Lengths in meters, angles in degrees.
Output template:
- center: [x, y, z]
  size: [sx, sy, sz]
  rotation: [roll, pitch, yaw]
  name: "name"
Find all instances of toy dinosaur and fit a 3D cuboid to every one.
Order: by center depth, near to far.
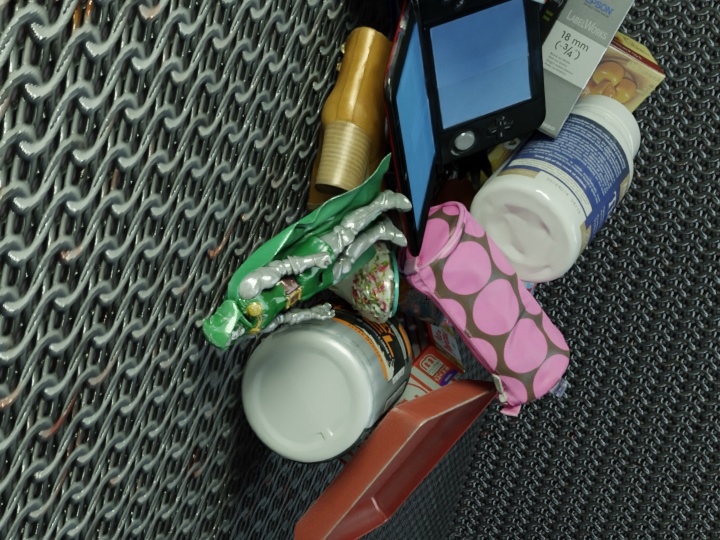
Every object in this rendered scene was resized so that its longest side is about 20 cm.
- center: [0.075, -0.150, 1.551]
  size: [0.136, 0.101, 0.201]
  rotation: [-82, 163, -58]
  name: "toy dinosaur"

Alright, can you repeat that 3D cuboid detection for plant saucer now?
- center: [0.028, 0.180, 1.483]
  size: [0.200, 0.037, 0.200]
  rotation: [-52, 164, 22]
  name: "plant saucer"

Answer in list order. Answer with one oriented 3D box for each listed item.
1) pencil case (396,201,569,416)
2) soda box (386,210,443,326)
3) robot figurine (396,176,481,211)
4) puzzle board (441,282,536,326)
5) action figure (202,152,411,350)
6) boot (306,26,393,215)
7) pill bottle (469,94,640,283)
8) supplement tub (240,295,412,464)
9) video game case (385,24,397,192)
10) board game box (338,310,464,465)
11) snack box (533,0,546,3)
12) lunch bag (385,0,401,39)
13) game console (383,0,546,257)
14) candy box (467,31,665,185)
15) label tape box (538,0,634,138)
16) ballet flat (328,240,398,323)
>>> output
- center: [0.110, 0.036, 1.447]
  size: [0.094, 0.200, 0.091]
  rotation: [-49, -153, -19]
  name: "pencil case"
- center: [0.055, -0.011, 1.576]
  size: [0.200, 0.063, 0.069]
  rotation: [-97, -150, -76]
  name: "soda box"
- center: [0.102, -0.041, 1.746]
  size: [0.200, 0.116, 0.145]
  rotation: [-20, -98, 55]
  name: "robot figurine"
- center: [0.149, -0.010, 1.617]
  size: [0.200, 0.017, 0.152]
  rotation: [10, 102, -63]
  name: "puzzle board"
- center: [-0.044, 0.002, 1.233]
  size: [0.200, 0.055, 0.119]
  rotation: [-35, 147, -30]
  name: "action figure"
- center: [0.003, -0.117, 1.350]
  size: [0.201, 0.070, 0.145]
  rotation: [78, 27, -78]
  name: "boot"
- center: [0.193, -0.085, 1.517]
  size: [0.200, 0.111, 0.111]
  rotation: [-48, 157, -44]
  name: "pill bottle"
- center: [-0.023, 0.091, 1.439]
  size: [0.200, 0.122, 0.123]
  rotation: [-37, 145, -73]
  name: "supplement tub"
- center: [0.032, -0.152, 1.557]
  size: [0.182, 0.024, 0.201]
  rotation: [-14, 122, -78]
  name: "video game case"
- center: [0.032, 0.104, 1.631]
  size: [0.152, 0.046, 0.200]
  rotation: [-49, -164, 13]
  name: "board game box"
- center: [0.095, -0.293, 1.222]
  size: [0.200, 0.168, 0.068]
  rotation: [-56, 164, -51]
  name: "snack box"
- center: [0.076, -0.268, 1.390]
  size: [0.151, 0.094, 0.200]
  rotation: [-63, 149, -30]
  name: "lunch bag"
- center: [0.090, -0.138, 1.312]
  size: [0.201, 0.171, 0.119]
  rotation: [79, -12, -47]
  name: "game console"
- center: [0.201, -0.162, 1.631]
  size: [0.200, 0.115, 0.055]
  rotation: [-49, -137, 25]
  name: "candy box"
- center: [0.191, -0.240, 1.494]
  size: [0.201, 0.063, 0.144]
  rotation: [-61, -163, 12]
  name: "label tape box"
- center: [0.000, 0.000, 1.436]
  size: [0.200, 0.063, 0.076]
  rotation: [-94, -172, -76]
  name: "ballet flat"
